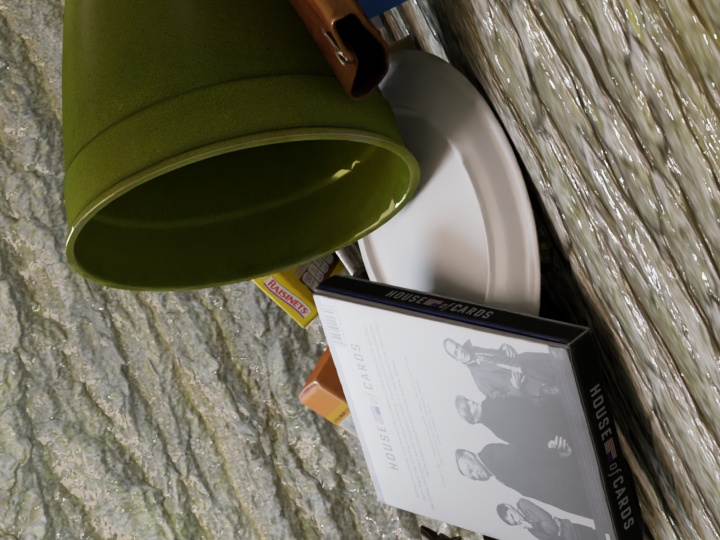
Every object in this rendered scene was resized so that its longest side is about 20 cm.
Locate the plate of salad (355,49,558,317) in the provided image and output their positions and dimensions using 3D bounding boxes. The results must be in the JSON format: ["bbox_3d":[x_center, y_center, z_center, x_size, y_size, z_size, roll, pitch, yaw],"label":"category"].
[{"bbox_3d":[0.052,-0.028,1.390,0.200,0.048,0.201,34,131,51],"label":"plate of salad"}]

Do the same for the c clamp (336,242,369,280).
[{"bbox_3d":[0.000,0.000,1.606,0.171,0.027,0.200,52,-178,-34],"label":"c clamp"}]

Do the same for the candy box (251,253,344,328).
[{"bbox_3d":[-0.042,-0.052,1.709,0.102,0.026,0.200,40,-144,-10],"label":"candy box"}]

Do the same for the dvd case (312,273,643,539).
[{"bbox_3d":[0.065,0.085,1.370,0.199,0.025,0.151,13,128,46],"label":"dvd case"}]

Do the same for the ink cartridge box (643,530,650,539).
[{"bbox_3d":[0.208,0.273,1.628,0.200,0.040,0.201,77,167,-79],"label":"ink cartridge box"}]

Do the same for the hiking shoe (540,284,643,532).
[{"bbox_3d":[0.104,0.084,1.410,0.101,0.075,0.201,66,-179,-65],"label":"hiking shoe"}]

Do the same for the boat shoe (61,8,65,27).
[{"bbox_3d":[-0.103,-0.118,1.563,0.200,0.068,0.072,39,165,11],"label":"boat shoe"}]

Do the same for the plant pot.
[{"bbox_3d":[-0.086,-0.117,1.370,0.200,0.199,0.194,70,-175,-71],"label":"plant pot"}]

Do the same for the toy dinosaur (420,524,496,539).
[{"bbox_3d":[0.115,0.185,1.573,0.102,0.135,0.201,32,-127,-38],"label":"toy dinosaur"}]

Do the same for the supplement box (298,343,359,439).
[{"bbox_3d":[0.064,0.101,1.500,0.199,0.067,0.069,33,163,-4],"label":"supplement box"}]

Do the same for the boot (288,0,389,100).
[{"bbox_3d":[-0.061,-0.195,1.230,0.201,0.068,0.188,61,175,24],"label":"boot"}]

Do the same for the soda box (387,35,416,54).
[{"bbox_3d":[0.046,-0.041,1.543,0.064,0.067,0.201,81,164,-82],"label":"soda box"}]

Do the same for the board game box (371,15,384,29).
[{"bbox_3d":[-0.061,-0.281,1.683,0.201,0.041,0.200,65,177,-38],"label":"board game box"}]

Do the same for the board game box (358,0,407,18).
[{"bbox_3d":[-0.034,-0.249,1.346,0.153,0.045,0.200,63,177,27],"label":"board game box"}]
